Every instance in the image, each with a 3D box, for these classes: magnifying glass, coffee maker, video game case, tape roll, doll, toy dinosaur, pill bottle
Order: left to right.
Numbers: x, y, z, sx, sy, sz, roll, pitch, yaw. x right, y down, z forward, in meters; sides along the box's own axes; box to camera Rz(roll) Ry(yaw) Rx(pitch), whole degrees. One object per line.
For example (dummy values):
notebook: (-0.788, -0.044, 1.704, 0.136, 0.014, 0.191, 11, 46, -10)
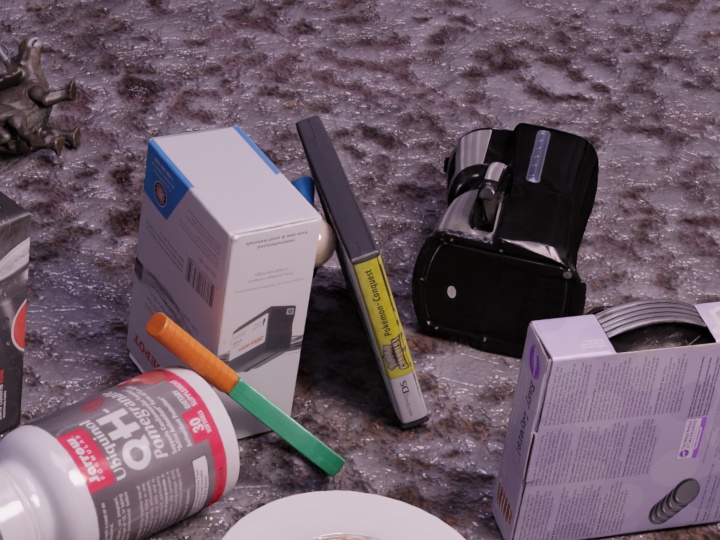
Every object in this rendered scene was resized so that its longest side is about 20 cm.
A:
toy dinosaur: (-0.319, -0.136, 1.988, 0.102, 0.077, 0.200, 5, 38, 17)
pill bottle: (-0.194, 0.150, 1.551, 0.200, 0.111, 0.111, -24, 46, -38)
magnifying glass: (-0.084, 0.093, 1.619, 0.200, 0.022, 0.080, 39, -4, -33)
doll: (-0.063, -0.010, 1.756, 0.048, 0.137, 0.200, 9, -10, -20)
tape roll: (-0.010, 0.242, 1.492, 0.202, 0.071, 0.203, 6, 35, -4)
video game case: (0.000, 0.000, 1.751, 0.025, 0.181, 0.200, -20, 38, -3)
coffee maker: (0.151, -0.021, 1.879, 0.192, 0.135, 0.200, 32, 36, -7)

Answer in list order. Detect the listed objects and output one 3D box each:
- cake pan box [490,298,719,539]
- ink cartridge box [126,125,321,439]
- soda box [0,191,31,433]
cake pan box: (0.201, 0.113, 1.611, 0.184, 0.200, 0.052, -8, 40, -18)
ink cartridge box: (-0.109, 0.012, 1.690, 0.084, 0.201, 0.145, -12, 39, -30)
soda box: (-0.293, 0.035, 1.616, 0.071, 0.200, 0.063, -25, 47, -39)
